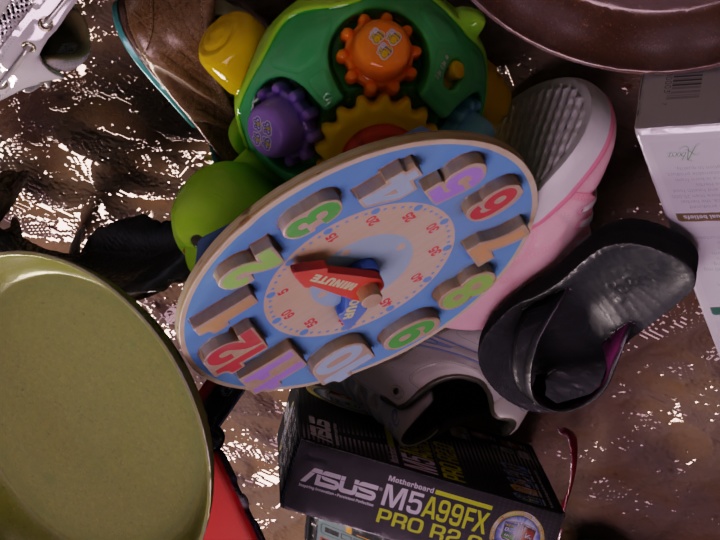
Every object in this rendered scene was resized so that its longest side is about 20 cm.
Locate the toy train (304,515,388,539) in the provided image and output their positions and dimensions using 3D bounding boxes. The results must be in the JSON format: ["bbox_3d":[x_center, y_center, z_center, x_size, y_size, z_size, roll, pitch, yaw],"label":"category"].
[{"bbox_3d":[0.019,0.192,1.804,0.113,0.085,0.200,22,148,11],"label":"toy train"}]

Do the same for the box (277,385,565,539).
[{"bbox_3d":[0.031,0.121,1.626,0.159,0.045,0.200,17,-173,-4],"label":"box"}]

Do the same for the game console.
[{"bbox_3d":[-0.055,0.121,1.537,0.118,0.173,0.200,35,157,0],"label":"game console"}]

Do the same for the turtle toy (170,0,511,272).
[{"bbox_3d":[-0.015,-0.070,1.402,0.200,0.101,0.146,-36,126,17],"label":"turtle toy"}]

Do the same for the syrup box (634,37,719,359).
[{"bbox_3d":[0.208,-0.039,1.428,0.081,0.079,0.200,-2,141,21],"label":"syrup box"}]

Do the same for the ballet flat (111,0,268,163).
[{"bbox_3d":[-0.061,-0.089,1.475,0.072,0.068,0.200,-21,131,11],"label":"ballet flat"}]

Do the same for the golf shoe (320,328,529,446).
[{"bbox_3d":[0.014,0.056,1.605,0.199,0.098,0.078,-4,142,24],"label":"golf shoe"}]

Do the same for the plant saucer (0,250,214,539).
[{"bbox_3d":[-0.150,0.080,1.444,0.199,0.031,0.201,14,116,31],"label":"plant saucer"}]

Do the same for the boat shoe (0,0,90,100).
[{"bbox_3d":[-0.177,-0.124,1.446,0.069,0.071,0.200,24,142,-11],"label":"boat shoe"}]

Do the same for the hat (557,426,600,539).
[{"bbox_3d":[0.137,0.184,1.795,0.165,0.177,0.200,-5,180,-36],"label":"hat"}]

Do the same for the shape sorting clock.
[{"bbox_3d":[0.000,0.000,1.381,0.199,0.039,0.200,-17,151,-10],"label":"shape sorting clock"}]

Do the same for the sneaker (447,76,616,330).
[{"bbox_3d":[0.105,-0.029,1.487,0.104,0.076,0.200,16,140,-24],"label":"sneaker"}]

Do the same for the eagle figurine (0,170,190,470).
[{"bbox_3d":[-0.159,0.023,1.540,0.199,0.151,0.152,22,144,28],"label":"eagle figurine"}]

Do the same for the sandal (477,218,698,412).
[{"bbox_3d":[0.114,0.036,1.464,0.075,0.048,0.201,19,149,-10],"label":"sandal"}]

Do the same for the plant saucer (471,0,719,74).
[{"bbox_3d":[0.130,-0.176,1.302,0.199,0.035,0.201,9,139,8],"label":"plant saucer"}]
